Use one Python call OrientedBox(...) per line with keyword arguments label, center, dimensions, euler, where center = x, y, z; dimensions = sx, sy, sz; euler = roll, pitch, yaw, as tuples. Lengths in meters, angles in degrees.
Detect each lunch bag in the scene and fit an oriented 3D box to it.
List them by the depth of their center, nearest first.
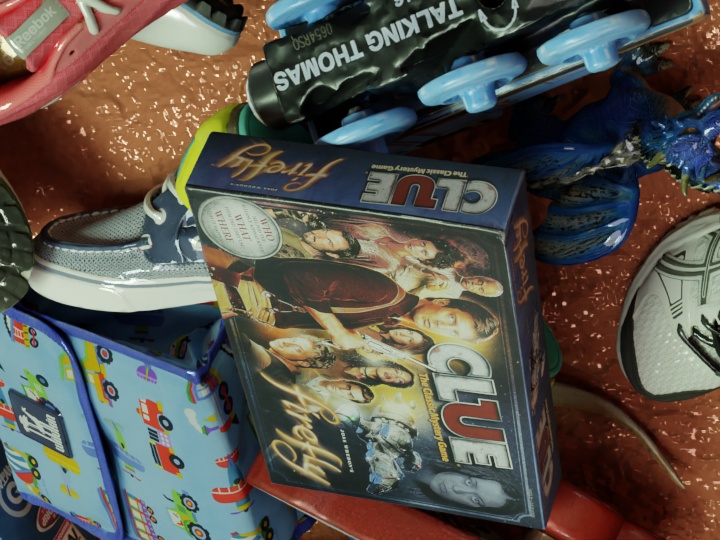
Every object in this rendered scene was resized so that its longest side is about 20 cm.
OrientedBox(label="lunch bag", center=(-0.126, 0.068, 1.086), dimensions=(0.199, 0.094, 0.151), euler=(9, 131, 30))

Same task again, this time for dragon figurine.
OrientedBox(label="dragon figurine", center=(0.092, -0.043, 0.897), dimensions=(0.200, 0.100, 0.059), euler=(-19, 117, 31))

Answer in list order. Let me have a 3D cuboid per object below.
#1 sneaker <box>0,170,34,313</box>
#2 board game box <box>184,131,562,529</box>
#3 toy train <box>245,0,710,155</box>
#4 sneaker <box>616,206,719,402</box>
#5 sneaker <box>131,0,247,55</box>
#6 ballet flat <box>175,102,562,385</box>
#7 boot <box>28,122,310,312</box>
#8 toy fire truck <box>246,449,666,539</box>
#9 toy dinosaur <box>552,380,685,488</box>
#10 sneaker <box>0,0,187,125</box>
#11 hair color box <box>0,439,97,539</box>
OrientedBox(label="sneaker", center=(-0.218, -0.072, 1.007), dimensions=(0.077, 0.089, 0.201), euler=(-18, 97, -9))
OrientedBox(label="board game box", center=(0.011, 0.030, 0.884), dimensions=(0.135, 0.035, 0.200), euler=(7, 140, 18))
OrientedBox(label="toy train", center=(0.050, -0.104, 0.857), dimensions=(0.200, 0.114, 0.087), euler=(-21, 86, 24))
OrientedBox(label="sneaker", center=(0.181, 0.011, 0.914), dimensions=(0.076, 0.088, 0.200), euler=(38, 131, -13))
OrientedBox(label="sneaker", center=(-0.145, -0.130, 0.930), dimensions=(0.199, 0.072, 0.073), euler=(20, 101, 13))
OrientedBox(label="ballet flat", center=(0.000, 0.000, 0.932), dimensions=(0.200, 0.067, 0.067), euler=(37, 126, -18))
OrientedBox(label="boot", center=(-0.071, -0.035, 0.992), dimensions=(0.199, 0.073, 0.091), euler=(-1, 119, 11))
OrientedBox(label="toy fire truck", center=(0.050, 0.144, 1.035), dimensions=(0.168, 0.112, 0.200), euler=(25, 174, 30))
OrientedBox(label="toy dinosaur", center=(0.061, 0.056, 1.026), dimensions=(0.199, 0.061, 0.106), euler=(-1, 138, 6))
OrientedBox(label="sneaker", center=(-0.107, -0.114, 0.837), dimensions=(0.074, 0.087, 0.200), euler=(45, 121, -11))
OrientedBox(label="hair color box", center=(-0.251, 0.116, 1.172), dimensions=(0.100, 0.061, 0.200), euler=(-21, 117, 32))
